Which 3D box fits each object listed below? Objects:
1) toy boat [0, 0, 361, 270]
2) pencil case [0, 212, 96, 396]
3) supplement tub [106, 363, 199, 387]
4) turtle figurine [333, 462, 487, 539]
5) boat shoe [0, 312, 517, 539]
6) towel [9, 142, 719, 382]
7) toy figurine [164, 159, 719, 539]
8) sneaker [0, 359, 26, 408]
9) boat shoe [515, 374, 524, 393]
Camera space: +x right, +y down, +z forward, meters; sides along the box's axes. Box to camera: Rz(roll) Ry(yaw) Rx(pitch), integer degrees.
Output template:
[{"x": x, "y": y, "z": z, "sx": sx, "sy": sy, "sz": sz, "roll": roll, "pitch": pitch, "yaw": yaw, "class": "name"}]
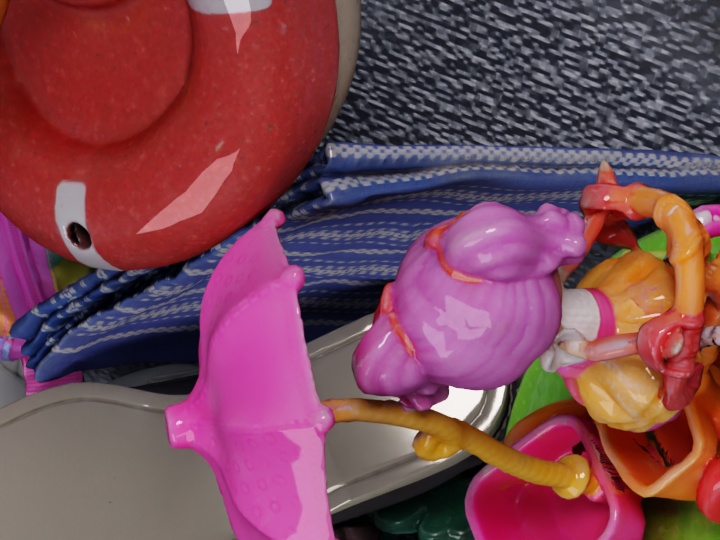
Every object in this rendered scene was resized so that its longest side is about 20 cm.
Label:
[{"x": -0.086, "y": -0.087, "z": 0.732, "sx": 0.130, "sy": 0.131, "sz": 0.200, "roll": 5, "pitch": 124, "yaw": 38, "class": "toy boat"}, {"x": -0.111, "y": -0.047, "z": 0.917, "sx": 0.088, "sy": 0.088, "sz": 0.200, "roll": 17, "pitch": 151, "yaw": 18, "class": "pencil case"}, {"x": -0.039, "y": 0.138, "z": 1.122, "sx": 0.122, "sy": 0.123, "sz": 0.200, "roll": -3, "pitch": 140, "yaw": 43, "class": "supplement tub"}, {"x": 0.013, "y": 0.140, "z": 1.017, "sx": 0.150, "sy": 0.101, "sz": 0.200, "roll": 8, "pitch": 125, "yaw": 21, "class": "turtle figurine"}, {"x": -0.046, "y": 0.064, "z": 0.934, "sx": 0.200, "sy": 0.073, "sz": 0.063, "roll": -18, "pitch": 167, "yaw": 6, "class": "boat shoe"}, {"x": 0.000, "y": 0.000, "z": 0.884, "sx": 0.145, "sy": 0.024, "sz": 0.200, "roll": -1, "pitch": 167, "yaw": -32, "class": "towel"}, {"x": 0.046, "y": 0.029, "z": 0.771, "sx": 0.184, "sy": 0.150, "sz": 0.200, "roll": 13, "pitch": 135, "yaw": -42, "class": "toy figurine"}, {"x": -0.150, "y": 0.026, "z": 1.078, "sx": 0.076, "sy": 0.081, "sz": 0.200, "roll": 18, "pitch": 149, "yaw": 20, "class": "sneaker"}, {"x": 0.096, "y": 0.093, "z": 0.997, "sx": 0.072, "sy": 0.060, "sz": 0.202, "roll": 6, "pitch": 145, "yaw": 33, "class": "boat shoe"}]
